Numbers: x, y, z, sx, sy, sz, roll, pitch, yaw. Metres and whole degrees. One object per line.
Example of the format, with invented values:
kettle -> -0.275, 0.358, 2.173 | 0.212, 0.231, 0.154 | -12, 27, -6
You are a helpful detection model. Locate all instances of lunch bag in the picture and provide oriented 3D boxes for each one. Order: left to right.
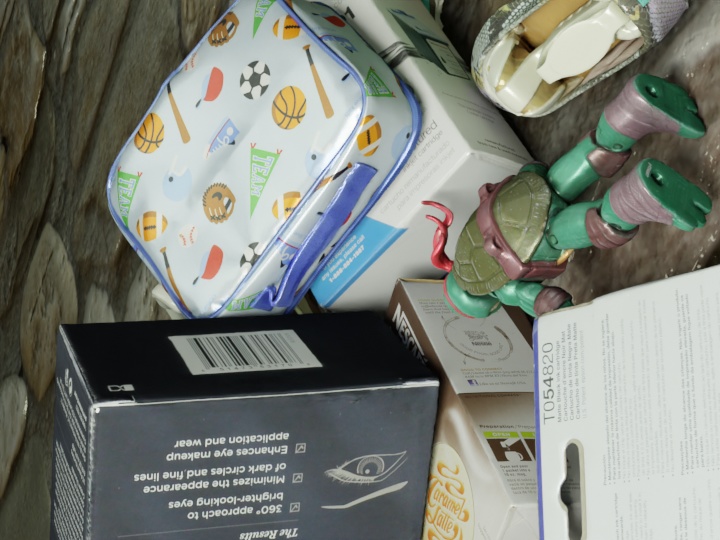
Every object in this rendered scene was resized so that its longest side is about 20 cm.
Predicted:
lunch bag -> -0.061, -0.062, 1.010 | 0.200, 0.076, 0.160 | -53, 56, 18

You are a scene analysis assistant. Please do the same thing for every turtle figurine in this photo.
turtle figurine -> 0.107, -0.014, 0.911 | 0.200, 0.101, 0.150 | -44, 49, 44

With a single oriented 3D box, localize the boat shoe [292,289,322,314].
boat shoe -> -0.066, 0.046, 1.152 | 0.075, 0.075, 0.203 | 104, 162, -44

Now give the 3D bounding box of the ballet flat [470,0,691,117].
ballet flat -> 0.110, -0.126, 0.944 | 0.200, 0.072, 0.072 | -32, 55, 58

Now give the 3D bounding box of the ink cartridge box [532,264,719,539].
ink cartridge box -> 0.164, 0.100, 0.783 | 0.200, 0.041, 0.200 | -18, 68, 52

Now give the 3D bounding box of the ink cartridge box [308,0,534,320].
ink cartridge box -> 0.001, -0.089, 1.066 | 0.146, 0.086, 0.200 | -46, 57, 23

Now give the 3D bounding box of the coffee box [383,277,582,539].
coffee box -> 0.071, 0.108, 0.964 | 0.200, 0.080, 0.115 | -115, 35, -49

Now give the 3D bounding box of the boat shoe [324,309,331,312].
boat shoe -> 0.000, 0.000, 1.180 | 0.200, 0.060, 0.074 | -120, 18, -70

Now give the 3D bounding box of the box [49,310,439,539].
box -> -0.074, 0.137, 0.952 | 0.117, 0.196, 0.200 | -135, 47, -61

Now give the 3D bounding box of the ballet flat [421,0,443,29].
ballet flat -> 0.031, -0.122, 1.156 | 0.072, 0.072, 0.200 | 175, 103, -65

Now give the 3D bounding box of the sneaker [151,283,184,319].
sneaker -> -0.125, 0.005, 1.404 | 0.078, 0.099, 0.200 | -176, 92, -66
